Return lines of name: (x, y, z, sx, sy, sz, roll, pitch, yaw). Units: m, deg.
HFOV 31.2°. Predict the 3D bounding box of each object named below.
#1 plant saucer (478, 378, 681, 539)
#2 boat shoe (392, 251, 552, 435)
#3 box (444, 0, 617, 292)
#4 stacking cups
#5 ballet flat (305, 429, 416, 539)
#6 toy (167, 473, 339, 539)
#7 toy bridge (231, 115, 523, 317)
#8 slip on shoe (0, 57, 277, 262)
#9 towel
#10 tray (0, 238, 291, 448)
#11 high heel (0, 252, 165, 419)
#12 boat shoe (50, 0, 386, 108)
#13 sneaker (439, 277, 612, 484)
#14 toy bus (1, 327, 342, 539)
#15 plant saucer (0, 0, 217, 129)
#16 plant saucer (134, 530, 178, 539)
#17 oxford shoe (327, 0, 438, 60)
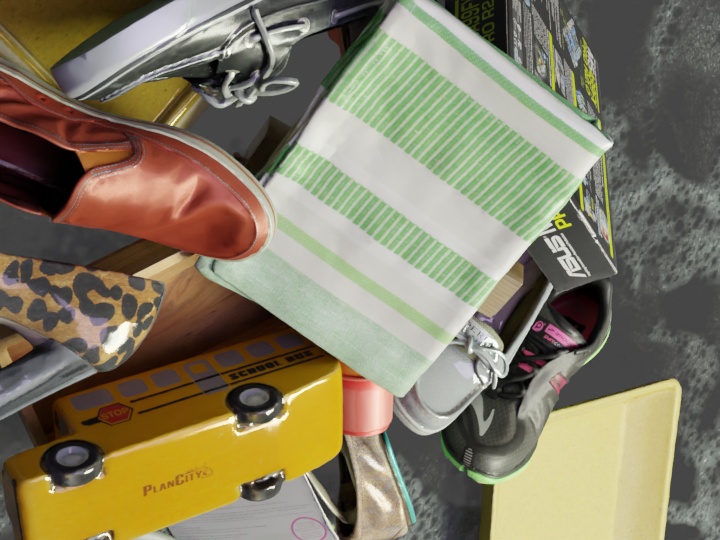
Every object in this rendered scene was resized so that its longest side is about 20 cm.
plant saucer: (0.164, 0.189, 1.033, 0.199, 0.048, 0.201, -9, 110, -34)
boat shoe: (0.086, 0.025, 0.879, 0.074, 0.065, 0.202, 46, 59, -8)
box: (0.107, -0.113, 0.813, 0.160, 0.044, 0.201, 49, 33, -41)
stacking cups: (0.000, 0.000, 0.775, 0.060, 0.060, 0.201, -13, 116, -33)
ballet flat: (-0.013, 0.107, 0.867, 0.067, 0.068, 0.201, -17, 115, -6)
toy: (-0.051, 0.189, 0.857, 0.047, 0.115, 0.201, -68, 141, -53)
toy bridge: (0.005, -0.024, 0.818, 0.199, 0.027, 0.067, 29, 123, -15)
slip on shoe: (-0.135, -0.046, 0.653, 0.199, 0.061, 0.074, 24, 130, -23)
towel: (0.021, -0.037, 0.706, 0.152, 0.023, 0.200, 33, 112, -13)
tray: (-0.114, 0.028, 0.761, 0.199, 0.037, 0.099, -28, 128, -20)
high heel: (-0.196, -0.025, 0.660, 0.142, 0.071, 0.201, -28, 101, -17)
boat shoe: (-0.063, -0.121, 0.666, 0.199, 0.073, 0.068, -34, 108, -34)
sneaker: (0.119, 0.066, 0.919, 0.200, 0.077, 0.084, -52, 161, -34)
toy bus: (-0.104, 0.096, 0.730, 0.199, 0.078, 0.065, -16, 124, -27)
plant saucer: (-0.131, -0.154, 0.691, 0.200, 0.048, 0.200, -51, 127, -12)
plant saucer: (-0.166, 0.259, 0.802, 0.199, 0.050, 0.201, -13, 114, -31)
oxford shoe: (0.029, -0.112, 0.817, 0.071, 0.072, 0.201, -33, 122, -25)
